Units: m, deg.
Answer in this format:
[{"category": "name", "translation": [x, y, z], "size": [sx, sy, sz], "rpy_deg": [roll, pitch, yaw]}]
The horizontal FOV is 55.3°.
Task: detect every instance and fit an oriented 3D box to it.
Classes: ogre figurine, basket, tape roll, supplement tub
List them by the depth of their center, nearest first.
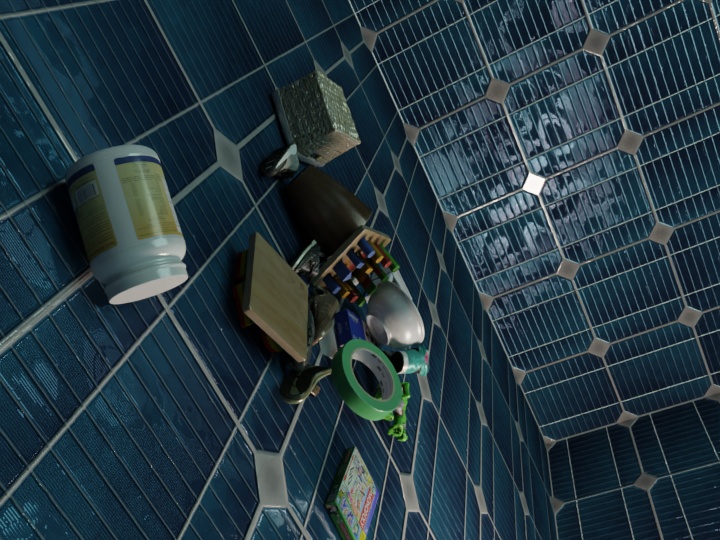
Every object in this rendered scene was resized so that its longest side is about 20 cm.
[{"category": "supplement tub", "translation": [-0.344, -0.067, 1.027], "size": [0.144, 0.141, 0.205], "rpy_deg": [-3, 73, -70]}, {"category": "tape roll", "translation": [0.016, 0.270, 1.714], "size": [0.198, 0.048, 0.204], "rpy_deg": [33, 35, -26]}, {"category": "ogre figurine", "translation": [0.087, 0.360, 1.851], "size": [0.199, 0.097, 0.122], "rpy_deg": [42, 41, -27]}, {"category": "basket", "translation": [-0.124, -0.433, 1.968], "size": [0.197, 0.158, 0.205], "rpy_deg": [5, 63, -68]}]

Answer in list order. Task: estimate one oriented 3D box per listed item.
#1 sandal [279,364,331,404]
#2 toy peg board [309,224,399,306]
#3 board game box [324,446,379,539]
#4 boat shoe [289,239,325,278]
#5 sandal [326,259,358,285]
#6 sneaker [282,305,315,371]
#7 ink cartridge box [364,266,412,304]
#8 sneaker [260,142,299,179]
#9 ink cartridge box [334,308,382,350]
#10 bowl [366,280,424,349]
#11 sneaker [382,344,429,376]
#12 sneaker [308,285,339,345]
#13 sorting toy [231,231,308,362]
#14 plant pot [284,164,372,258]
[{"category": "sandal", "translation": [-0.121, 0.245, 1.455], "size": [0.201, 0.077, 0.059], "rpy_deg": [-35, 128, -68]}, {"category": "toy peg board", "translation": [0.000, 0.000, 1.789], "size": [0.098, 0.200, 0.198], "rpy_deg": [48, 13, 19]}, {"category": "board game box", "translation": [-0.016, 0.504, 1.521], "size": [0.137, 0.028, 0.200], "rpy_deg": [64, 20, -13]}, {"category": "boat shoe", "translation": [-0.127, -0.016, 1.675], "size": [0.066, 0.074, 0.200], "rpy_deg": [47, 13, -5]}, {"category": "sandal", "translation": [-0.034, -0.020, 1.958], "size": [0.206, 0.058, 0.081], "rpy_deg": [38, 35, -58]}, {"category": "sneaker", "translation": [-0.125, 0.142, 1.518], "size": [0.204, 0.074, 0.080], "rpy_deg": [-94, 159, -43]}, {"category": "ink cartridge box", "translation": [0.090, 0.088, 2.153], "size": [0.148, 0.082, 0.201], "rpy_deg": [62, 20, -18]}, {"category": "sneaker", "translation": [-0.196, -0.268, 1.757], "size": [0.201, 0.072, 0.081], "rpy_deg": [-61, 132, -66]}, {"category": "ink cartridge box", "translation": [-0.001, 0.186, 1.863], "size": [0.200, 0.043, 0.096], "rpy_deg": [42, 31, -53]}, {"category": "bowl", "translation": [0.077, 0.138, 1.868], "size": [0.089, 0.199, 0.205], "rpy_deg": [-32, 105, -26]}, {"category": "sneaker", "translation": [0.132, 0.253, 1.918], "size": [0.199, 0.117, 0.086], "rpy_deg": [160, -70, -70]}, {"category": "sneaker", "translation": [-0.107, 0.106, 1.651], "size": [0.076, 0.070, 0.201], "rpy_deg": [44, 21, -11]}, {"category": "sorting toy", "translation": [-0.191, 0.065, 1.424], "size": [0.201, 0.068, 0.203], "rpy_deg": [50, 27, -41]}, {"category": "plant pot", "translation": [-0.099, -0.169, 1.792], "size": [0.201, 0.185, 0.188], "rpy_deg": [49, 24, -13]}]
